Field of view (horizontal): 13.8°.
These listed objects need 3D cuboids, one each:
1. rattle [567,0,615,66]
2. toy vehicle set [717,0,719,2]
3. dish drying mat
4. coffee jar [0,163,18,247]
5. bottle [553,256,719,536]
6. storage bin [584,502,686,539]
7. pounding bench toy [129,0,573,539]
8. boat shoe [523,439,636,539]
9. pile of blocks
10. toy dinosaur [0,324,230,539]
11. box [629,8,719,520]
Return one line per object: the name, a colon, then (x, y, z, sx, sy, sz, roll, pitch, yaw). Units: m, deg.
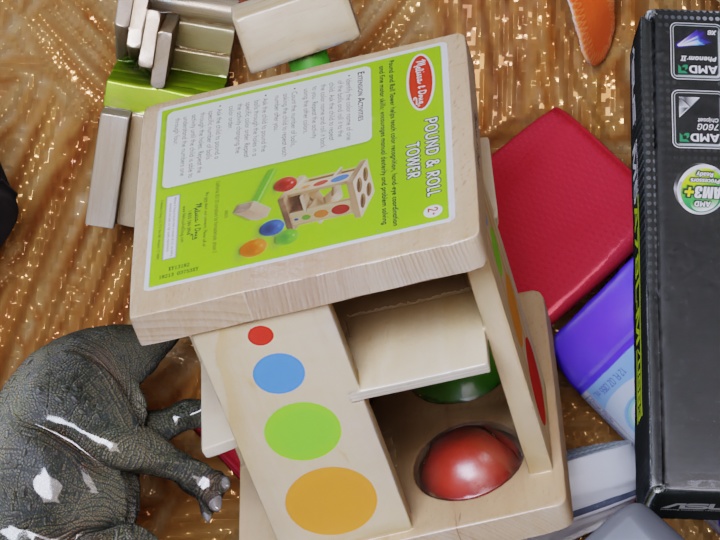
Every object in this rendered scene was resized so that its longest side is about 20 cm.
rattle: (0.055, -0.190, 1.184, 0.130, 0.143, 0.200, -25, 76, -25)
toy vehicle set: (0.199, -0.118, 1.147, 0.124, 0.200, 0.027, -12, 125, -23)
dish drying mat: (0.028, 0.020, 1.195, 0.200, 0.018, 0.077, -41, 63, -7)
coffee jar: (-0.208, -0.084, 1.166, 0.085, 0.104, 0.200, -27, 82, 0)
bottle: (0.169, 0.073, 1.172, 0.200, 0.065, 0.084, 46, 114, 4)
storage bin: (0.123, 0.166, 1.102, 0.146, 0.200, 0.134, -41, 75, -9)
pounding bench toy: (0.000, 0.000, 1.123, 0.124, 0.156, 0.200, -13, 38, 9)
boat shoe: (0.022, 0.126, 1.166, 0.200, 0.074, 0.067, -20, 90, 5)
pile of blocks: (-0.063, -0.109, 1.189, 0.062, 0.082, 0.200, 9, 80, -2)
toy dinosaur: (-0.105, 0.075, 1.120, 0.102, 0.077, 0.200, 23, 78, -13)
box: (0.202, 0.000, 1.125, 0.200, 0.048, 0.193, 3, 68, -2)
